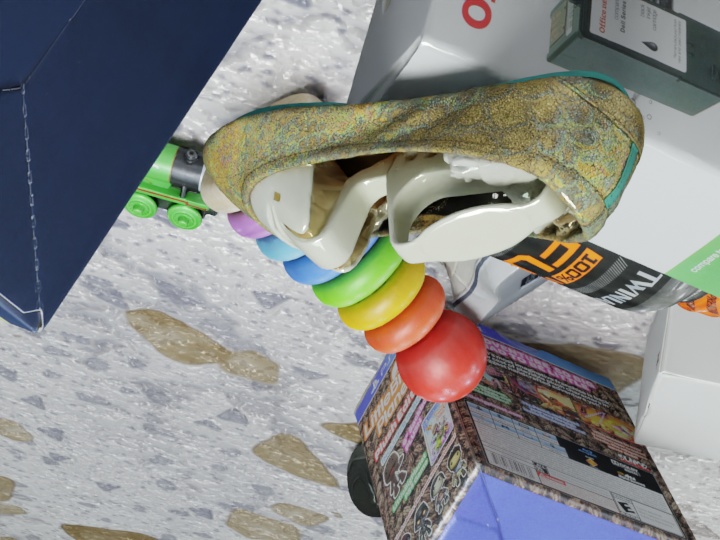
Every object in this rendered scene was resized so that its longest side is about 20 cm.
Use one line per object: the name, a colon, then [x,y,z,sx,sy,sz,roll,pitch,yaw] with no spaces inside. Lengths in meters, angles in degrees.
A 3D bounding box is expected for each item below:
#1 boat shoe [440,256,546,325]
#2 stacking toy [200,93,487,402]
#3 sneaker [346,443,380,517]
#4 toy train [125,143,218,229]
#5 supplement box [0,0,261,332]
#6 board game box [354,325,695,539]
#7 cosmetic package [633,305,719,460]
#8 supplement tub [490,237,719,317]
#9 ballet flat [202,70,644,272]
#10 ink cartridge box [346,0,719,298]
boat shoe: [0.075,-0.018,0.916,0.071,0.070,0.200,-31,171,-3]
stacking toy: [0.000,0.000,0.898,0.085,0.086,0.200,-17,121,45]
sneaker: [0.037,0.179,1.286,0.073,0.083,0.200,20,154,-16]
toy train: [-0.178,-0.074,0.960,0.198,0.042,0.057,15,143,-1]
supplement box: [-0.173,-0.109,0.649,0.199,0.201,0.134,14,156,45]
board game box: [0.098,0.131,1.007,0.158,0.200,0.097,23,111,-18]
cosmetic package: [0.274,0.070,0.961,0.198,0.085,0.108,13,152,5]
supplement tub: [0.103,-0.056,0.763,0.199,0.123,0.123,21,152,-13]
ballet flat: [0.011,-0.031,0.599,0.199,0.071,0.071,-4,148,34]
ink cartridge box: [0.110,-0.093,0.661,0.199,0.147,0.084,21,152,-13]
